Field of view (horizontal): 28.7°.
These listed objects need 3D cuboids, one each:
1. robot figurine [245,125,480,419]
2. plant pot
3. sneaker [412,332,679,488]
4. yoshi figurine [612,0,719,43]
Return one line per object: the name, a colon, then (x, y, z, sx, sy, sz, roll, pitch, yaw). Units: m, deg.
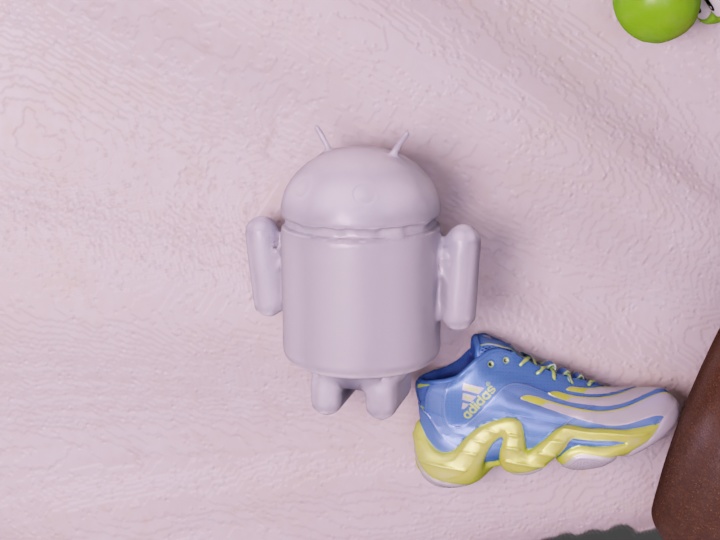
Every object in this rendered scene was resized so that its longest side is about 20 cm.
robot figurine: (0.000, 0.000, 0.987, 0.169, 0.113, 0.201, 3, 104, 11)
plant pot: (0.304, 0.127, 1.014, 0.186, 0.187, 0.201, 27, 115, -9)
sneaker: (0.131, 0.093, 1.035, 0.199, 0.076, 0.106, -14, 103, 1)
yoshi figurine: (0.185, -0.236, 0.953, 0.112, 0.113, 0.200, -33, 105, 21)
